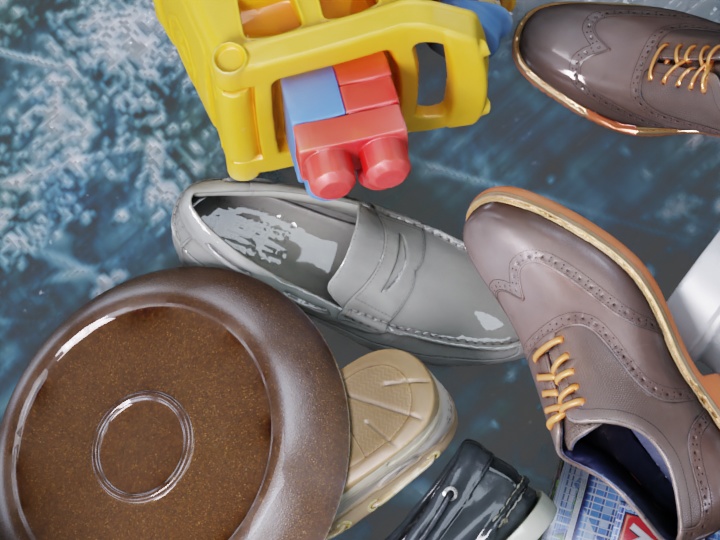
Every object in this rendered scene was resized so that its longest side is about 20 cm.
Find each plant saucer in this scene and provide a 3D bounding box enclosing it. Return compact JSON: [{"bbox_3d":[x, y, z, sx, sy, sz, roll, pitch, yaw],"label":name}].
[{"bbox_3d":[-0.101,0.090,1.428,0.200,0.032,0.201,-8,70,23],"label":"plant saucer"}]

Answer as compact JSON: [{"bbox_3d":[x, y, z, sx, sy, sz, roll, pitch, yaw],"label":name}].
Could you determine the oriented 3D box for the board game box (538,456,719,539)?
[{"bbox_3d":[0.123,0.193,1.440,0.199,0.062,0.200,16,77,1],"label":"board game box"}]

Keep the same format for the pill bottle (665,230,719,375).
[{"bbox_3d":[0.247,0.058,1.449,0.200,0.111,0.111,37,79,6],"label":"pill bottle"}]

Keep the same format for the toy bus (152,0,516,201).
[{"bbox_3d":[0.006,-0.121,1.444,0.200,0.136,0.192,-15,58,-7],"label":"toy bus"}]

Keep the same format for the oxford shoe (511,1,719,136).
[{"bbox_3d":[0.173,-0.104,1.497,0.200,0.073,0.071,15,79,11],"label":"oxford shoe"}]

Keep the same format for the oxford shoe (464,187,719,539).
[{"bbox_3d":[0.113,0.045,1.408,0.200,0.071,0.073,48,49,10],"label":"oxford shoe"}]

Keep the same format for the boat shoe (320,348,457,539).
[{"bbox_3d":[-0.037,0.113,1.447,0.200,0.069,0.074,-30,62,14],"label":"boat shoe"}]

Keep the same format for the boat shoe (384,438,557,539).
[{"bbox_3d":[0.000,0.156,1.417,0.199,0.075,0.066,-39,97,14],"label":"boat shoe"}]

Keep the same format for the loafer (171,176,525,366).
[{"bbox_3d":[0.000,0.000,1.475,0.200,0.070,0.070,14,77,1],"label":"loafer"}]
